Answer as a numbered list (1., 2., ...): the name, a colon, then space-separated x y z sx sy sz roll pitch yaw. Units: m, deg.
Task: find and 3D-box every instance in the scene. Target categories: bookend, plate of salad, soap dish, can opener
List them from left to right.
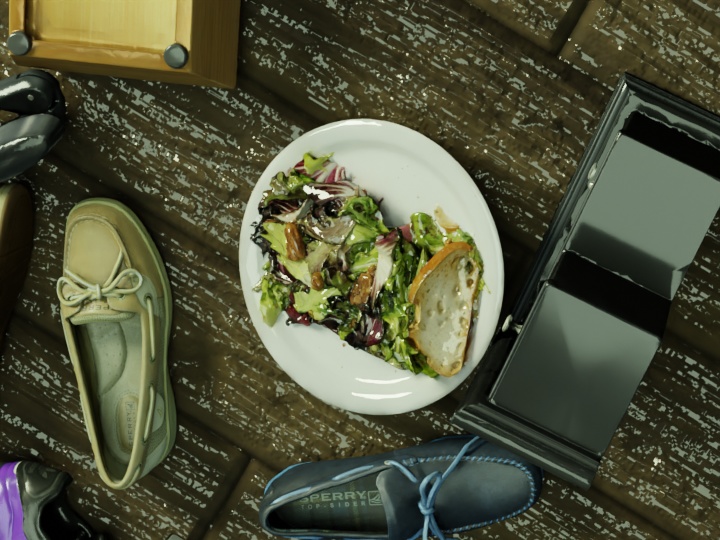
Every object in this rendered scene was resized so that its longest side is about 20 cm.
1. can opener: -0.288 -0.089 1.330 0.200 0.079 0.064 -15 109 26
2. soap dish: -0.157 -0.222 1.252 0.157 0.081 0.201 7 107 11
3. plate of salad: 0.000 0.000 1.272 0.200 0.048 0.201 5 102 27
4. bookend: 0.151 0.001 1.175 0.092 0.200 0.199 26 109 5

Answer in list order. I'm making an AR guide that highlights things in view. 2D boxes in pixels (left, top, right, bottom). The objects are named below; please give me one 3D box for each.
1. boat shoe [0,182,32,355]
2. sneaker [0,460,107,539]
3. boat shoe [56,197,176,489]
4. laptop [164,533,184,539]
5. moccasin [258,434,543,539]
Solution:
1. boat shoe: -0.287 0.024 1.355 0.072 0.072 0.200 21 114 6
2. sneaker: -0.228 0.234 1.395 0.099 0.070 0.201 -5 104 12
3. boat shoe: -0.173 0.050 1.336 0.073 0.063 0.201 -1 104 13
4. laptop: -0.051 0.228 1.289 0.200 0.187 0.116 33 109 3
5. moccasin: 0.027 0.165 1.316 0.200 0.068 0.081 -13 101 16
